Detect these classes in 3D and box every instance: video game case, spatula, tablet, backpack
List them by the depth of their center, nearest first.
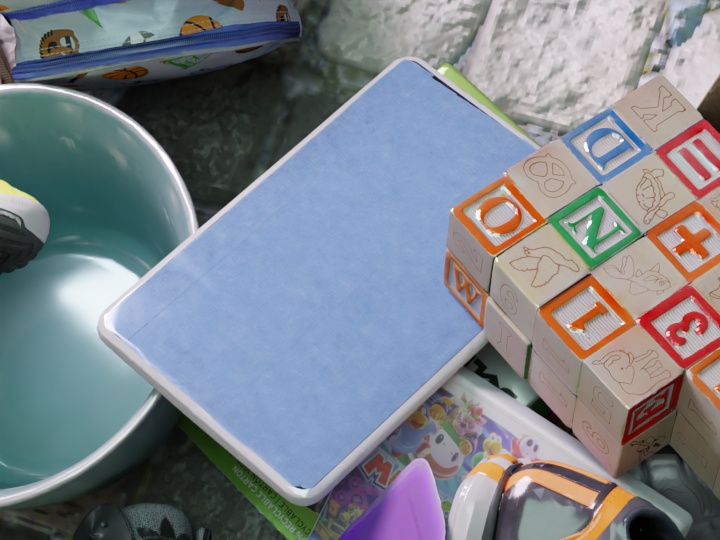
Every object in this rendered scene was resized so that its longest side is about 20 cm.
[{"bbox_3d":[-0.013,0.162,1.062,0.020,0.201,0.057,9,40,-23],"label":"spatula"},{"bbox_3d":[0.036,0.151,1.081,0.143,0.018,0.201,33,108,20],"label":"video game case"},{"bbox_3d":[0.000,0.000,1.081,0.130,0.014,0.200,38,65,23],"label":"tablet"},{"bbox_3d":[-0.111,-0.160,1.175,0.199,0.190,0.155,-15,85,6],"label":"backpack"}]

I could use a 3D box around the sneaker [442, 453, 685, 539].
[{"bbox_3d":[0.080,0.181,1.010,0.111,0.077,0.201,13,101,25],"label":"sneaker"}]

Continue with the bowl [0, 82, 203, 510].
[{"bbox_3d":[-0.151,0.028,1.158,0.200,0.105,0.202,-6,66,14],"label":"bowl"}]

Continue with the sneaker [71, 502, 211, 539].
[{"bbox_3d":[-0.078,0.148,1.084,0.200,0.075,0.114,-30,50,46],"label":"sneaker"}]

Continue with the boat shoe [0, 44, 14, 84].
[{"bbox_3d":[-0.217,-0.120,1.244,0.076,0.072,0.200,-36,68,-2],"label":"boat shoe"}]

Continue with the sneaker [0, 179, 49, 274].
[{"bbox_3d":[-0.222,-0.052,1.113,0.199,0.075,0.077,16,74,21],"label":"sneaker"}]

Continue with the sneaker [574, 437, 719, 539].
[{"bbox_3d":[0.162,0.052,1.109,0.199,0.078,0.113,-10,59,6],"label":"sneaker"}]

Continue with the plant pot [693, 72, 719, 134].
[{"bbox_3d":[0.270,-0.071,1.087,0.200,0.187,0.187,37,82,6],"label":"plant pot"}]

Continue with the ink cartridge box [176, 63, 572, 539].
[{"bbox_3d":[0.022,0.033,1.142,0.200,0.076,0.148,-44,69,-7],"label":"ink cartridge box"}]

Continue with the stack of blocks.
[{"bbox_3d":[0.138,0.030,1.020,0.115,0.059,0.200,-33,65,-19],"label":"stack of blocks"}]
